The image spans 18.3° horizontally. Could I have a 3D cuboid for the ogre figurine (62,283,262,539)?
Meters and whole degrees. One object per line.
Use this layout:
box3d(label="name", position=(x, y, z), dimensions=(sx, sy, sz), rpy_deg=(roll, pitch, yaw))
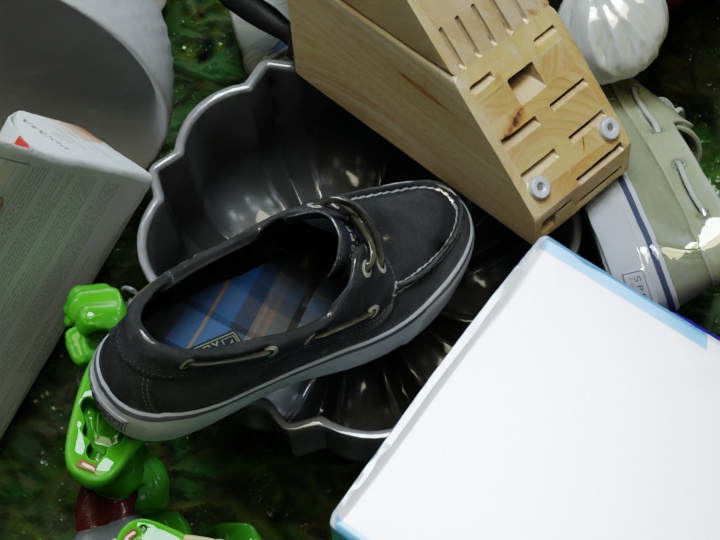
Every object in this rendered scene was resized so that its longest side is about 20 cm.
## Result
box3d(label="ogre figurine", position=(-0.090, 0.116, 0.939), dimensions=(0.098, 0.120, 0.200), rpy_deg=(-30, 67, -20))

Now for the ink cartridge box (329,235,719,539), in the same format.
box3d(label="ink cartridge box", position=(0.088, 0.119, 0.891), dimensions=(0.146, 0.200, 0.146), rpy_deg=(32, 68, 16))

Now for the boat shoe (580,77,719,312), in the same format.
box3d(label="boat shoe", position=(0.127, -0.049, 1.034), dimensions=(0.062, 0.072, 0.201), rpy_deg=(-17, 41, 4))

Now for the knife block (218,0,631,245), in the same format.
box3d(label="knife block", position=(0.012, -0.105, 1.011), dimensions=(0.064, 0.175, 0.201), rpy_deg=(-37, 103, -24))

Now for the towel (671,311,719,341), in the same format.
box3d(label="towel", position=(0.204, 0.092, 0.939), dimensions=(0.199, 0.148, 0.050), rpy_deg=(32, 75, 17))

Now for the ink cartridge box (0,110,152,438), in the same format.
box3d(label="ink cartridge box", position=(-0.177, 0.010, 0.920), dimensions=(0.050, 0.200, 0.163), rpy_deg=(33, 96, 18))

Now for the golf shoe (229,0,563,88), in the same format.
box3d(label="golf shoe", position=(0.028, -0.149, 1.111), dimensions=(0.199, 0.079, 0.098), rpy_deg=(-21, 54, -15))

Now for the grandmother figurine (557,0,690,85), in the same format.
box3d(label="grandmother figurine", position=(0.152, -0.146, 1.061), dimensions=(0.061, 0.121, 0.200), rpy_deg=(47, 44, -2))

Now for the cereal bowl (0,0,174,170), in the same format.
box3d(label="cereal bowl", position=(-0.180, -0.111, 1.016), dimensions=(0.198, 0.201, 0.084), rpy_deg=(3, 58, 1))

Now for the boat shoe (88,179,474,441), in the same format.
box3d(label="boat shoe", position=(-0.024, 0.002, 0.920), dimensions=(0.199, 0.066, 0.070), rpy_deg=(-23, 66, -32))

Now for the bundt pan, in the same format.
box3d(label="bundt pan", position=(0.000, 0.000, 1.026), dimensions=(0.200, 0.076, 0.203), rpy_deg=(0, 62, 0))

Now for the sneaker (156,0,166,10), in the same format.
box3d(label="sneaker", position=(-0.189, -0.143, 1.112), dimensions=(0.198, 0.072, 0.080), rpy_deg=(-9, 35, 4))
